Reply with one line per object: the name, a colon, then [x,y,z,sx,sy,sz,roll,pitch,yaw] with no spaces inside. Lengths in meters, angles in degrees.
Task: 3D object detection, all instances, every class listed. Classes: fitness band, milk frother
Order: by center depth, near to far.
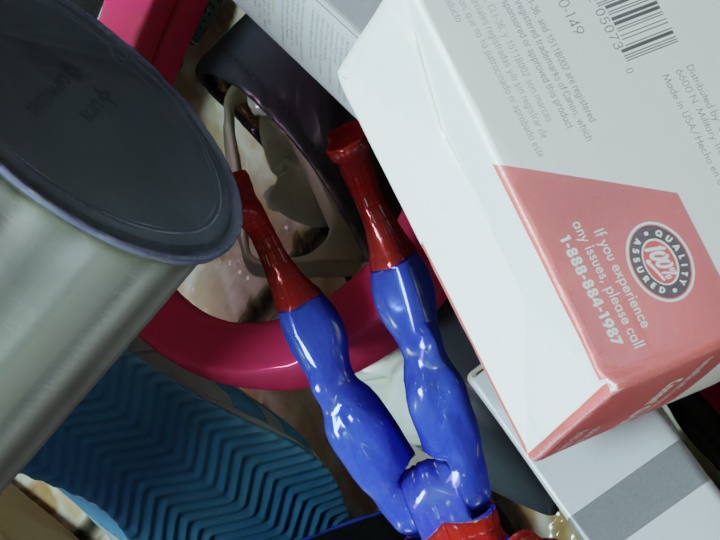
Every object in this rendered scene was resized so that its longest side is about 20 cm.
milk frother: [-0.107,0.056,0.732,0.200,0.181,0.188,39,113,-5]
fitness band: [-0.015,-0.061,0.850,0.143,0.037,0.201,19,84,24]

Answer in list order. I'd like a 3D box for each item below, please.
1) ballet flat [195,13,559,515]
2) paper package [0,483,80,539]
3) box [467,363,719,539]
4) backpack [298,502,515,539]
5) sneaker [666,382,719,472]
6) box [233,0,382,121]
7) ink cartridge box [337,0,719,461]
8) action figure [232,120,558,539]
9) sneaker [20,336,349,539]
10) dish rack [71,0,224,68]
ballet flat: [0.000,0.000,0.880,0.073,0.073,0.200,-42,66,42]
paper package: [-0.206,0.168,1.103,0.190,0.103,0.201,33,120,39]
box: [0.114,0.114,0.734,0.041,0.156,0.200,-37,67,2]
backpack: [-0.030,0.183,0.855,0.168,0.200,0.163,-47,65,40]
sneaker: [0.098,-0.007,0.760,0.077,0.084,0.200,-36,74,-2]
box: [0.016,-0.123,0.791,0.200,0.144,0.036,45,151,29]
ink cartridge box: [0.111,-0.045,0.692,0.117,0.199,0.068,64,158,12]
action figure: [0.017,0.066,0.769,0.065,0.099,0.200,-23,104,11]
sneaker: [-0.075,0.050,0.909,0.076,0.200,0.081,-41,40,5]
dish rack: [-0.129,-0.084,0.886,0.054,0.200,0.154,31,86,30]
